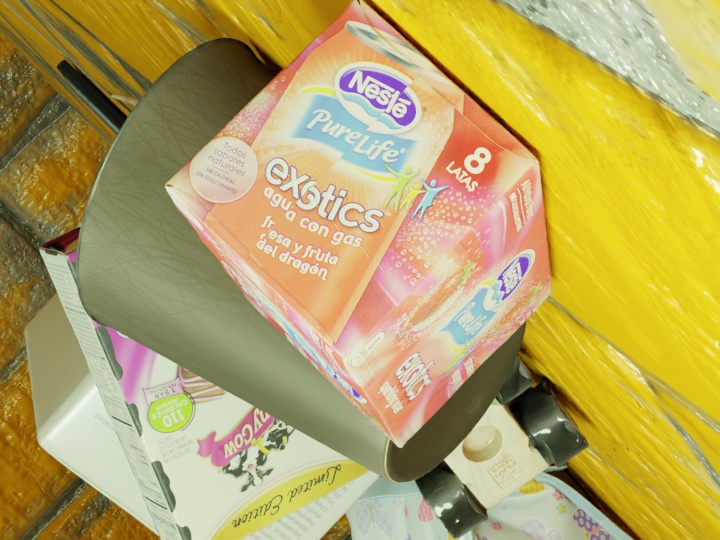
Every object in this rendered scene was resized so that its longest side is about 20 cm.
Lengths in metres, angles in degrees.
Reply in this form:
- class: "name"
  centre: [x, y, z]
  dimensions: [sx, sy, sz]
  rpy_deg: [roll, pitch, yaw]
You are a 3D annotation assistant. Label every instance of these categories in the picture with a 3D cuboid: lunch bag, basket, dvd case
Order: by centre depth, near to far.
- class: "basket"
  centre: [-0.026, 0.006, 1.019]
  dimensions: [0.200, 0.181, 0.136]
  rpy_deg: [34, -146, 24]
- class: "lunch bag"
  centre: [0.103, 0.214, 1.529]
  dimensions: [0.200, 0.127, 0.169]
  rpy_deg: [39, 151, -21]
- class: "dvd case"
  centre: [-0.316, -0.194, 2.543]
  dimensions: [0.143, 0.018, 0.200]
  rpy_deg: [45, 176, 7]

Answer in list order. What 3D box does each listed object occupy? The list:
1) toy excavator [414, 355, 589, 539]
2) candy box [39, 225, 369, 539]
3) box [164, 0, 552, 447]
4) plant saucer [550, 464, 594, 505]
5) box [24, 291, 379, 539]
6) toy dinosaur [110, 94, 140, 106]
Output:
- class: "toy excavator"
  centre: [0.062, 0.076, 1.239]
  dimensions: [0.195, 0.100, 0.200]
  rpy_deg: [50, -174, -35]
- class: "candy box"
  centre: [-0.085, 0.051, 1.172]
  dimensions: [0.061, 0.136, 0.200]
  rpy_deg: [14, 128, 65]
- class: "box"
  centre: [0.008, -0.011, 0.785]
  dimensions: [0.095, 0.103, 0.200]
  rpy_deg: [43, 174, 14]
- class: "plant saucer"
  centre: [0.114, 0.142, 1.637]
  dimensions: [0.200, 0.032, 0.200]
  rpy_deg: [45, 176, 4]
- class: "box"
  centre: [-0.099, 0.073, 1.343]
  dimensions: [0.200, 0.171, 0.199]
  rpy_deg: [42, -174, -22]
- class: "toy dinosaur"
  centre: [-0.077, -0.075, 1.333]
  dimensions: [0.200, 0.060, 0.106]
  rpy_deg: [21, 145, 54]
